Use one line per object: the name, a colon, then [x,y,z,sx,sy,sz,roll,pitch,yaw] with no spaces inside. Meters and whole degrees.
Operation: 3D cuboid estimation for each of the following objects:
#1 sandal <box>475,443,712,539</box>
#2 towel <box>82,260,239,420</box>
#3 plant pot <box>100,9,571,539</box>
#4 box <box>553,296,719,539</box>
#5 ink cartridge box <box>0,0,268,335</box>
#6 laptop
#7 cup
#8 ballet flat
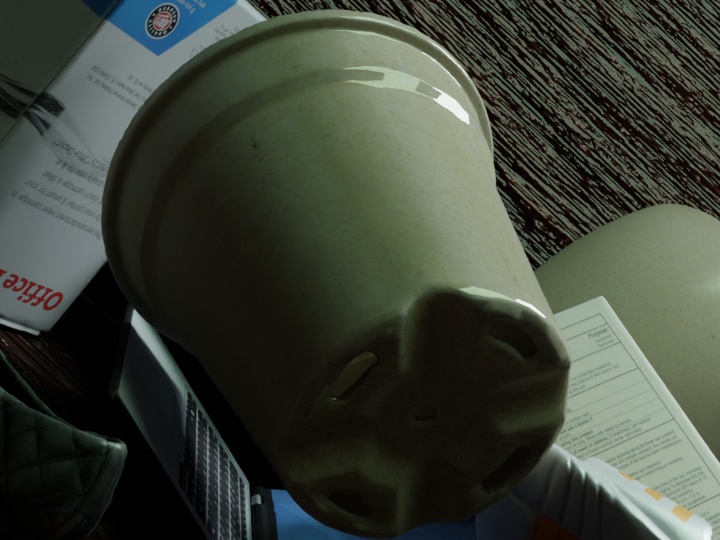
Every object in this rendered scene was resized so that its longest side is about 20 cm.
sandal: [0.139,0.148,0.806,0.207,0.079,0.059,36,26,26]
towel: [-0.086,0.029,1.041,0.200,0.050,0.148,43,-17,-28]
plant pot: [-0.001,0.014,0.822,0.200,0.200,0.184,38,15,-39]
box: [0.128,0.122,0.909,0.200,0.095,0.078,59,-27,24]
ink cartridge box: [-0.149,-0.079,0.883,0.086,0.200,0.146,44,5,23]
laptop: [-0.021,0.092,0.889,0.200,0.116,0.187,60,2,-13]
cup: [0.148,0.068,1.118,0.143,0.200,0.200,-11,40,-29]
ballet flat: [-0.152,0.037,0.742,0.200,0.057,0.066,48,7,37]
